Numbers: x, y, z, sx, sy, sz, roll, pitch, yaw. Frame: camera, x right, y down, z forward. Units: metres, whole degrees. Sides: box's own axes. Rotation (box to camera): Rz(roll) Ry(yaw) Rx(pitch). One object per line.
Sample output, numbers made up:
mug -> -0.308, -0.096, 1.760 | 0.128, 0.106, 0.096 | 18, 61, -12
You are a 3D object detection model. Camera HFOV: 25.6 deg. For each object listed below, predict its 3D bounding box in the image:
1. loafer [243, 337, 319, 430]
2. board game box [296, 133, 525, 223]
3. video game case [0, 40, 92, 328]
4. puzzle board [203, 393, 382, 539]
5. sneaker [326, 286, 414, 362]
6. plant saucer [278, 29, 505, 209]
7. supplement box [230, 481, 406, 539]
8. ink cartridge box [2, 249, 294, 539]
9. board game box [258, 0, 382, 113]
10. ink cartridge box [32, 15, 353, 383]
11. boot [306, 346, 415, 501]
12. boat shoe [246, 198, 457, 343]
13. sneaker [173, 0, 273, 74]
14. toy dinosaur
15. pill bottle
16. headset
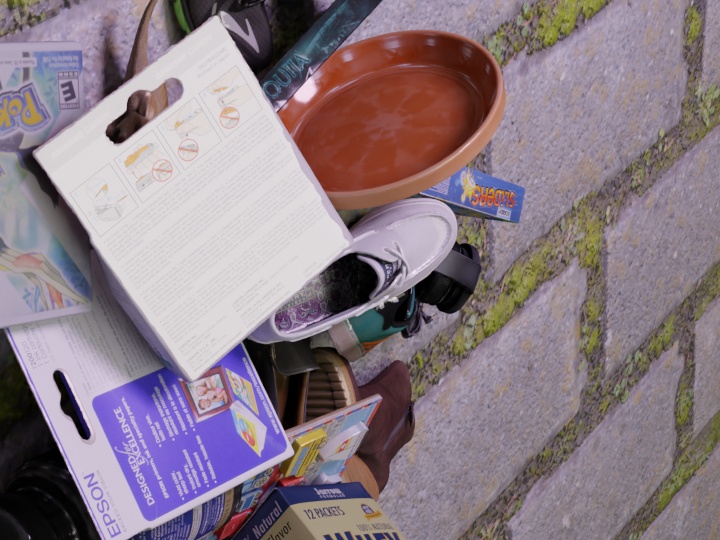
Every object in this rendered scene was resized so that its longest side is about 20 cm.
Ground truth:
loafer -> -0.062, 0.071, 1.336 | 0.073, 0.072, 0.200 | -11, 114, -53
board game box -> 0.036, -0.078, 1.351 | 0.200, 0.135, 0.034 | 12, 89, -57
video game case -> -0.252, -0.050, 0.989 | 0.200, 0.022, 0.182 | -11, 103, -49
puzzle board -> -0.068, 0.190, 1.329 | 0.151, 0.017, 0.200 | -18, 148, -37
sneaker -> 0.011, 0.032, 1.352 | 0.200, 0.080, 0.071 | 5, 61, -87
plant saucer -> 0.017, -0.116, 1.242 | 0.200, 0.200, 0.032 | -51, 139, -29
supplement box -> -0.034, 0.317, 1.323 | 0.200, 0.200, 0.134 | -51, 153, 18
ink cartridge box -> -0.160, 0.077, 1.123 | 0.200, 0.043, 0.198 | -21, 85, -51
board game box -> -0.043, -0.162, 1.214 | 0.028, 0.135, 0.200 | 44, 59, -7
ink cartridge box -> -0.115, -0.048, 1.085 | 0.161, 0.050, 0.200 | -41, 116, -18
boot -> -0.003, 0.124, 1.479 | 0.166, 0.072, 0.200 | -49, 142, -51
boat shoe -> 0.000, 0.000, 1.204 | 0.200, 0.069, 0.072 | -20, 106, -27
sneaker -> -0.087, -0.227, 1.140 | 0.077, 0.084, 0.200 | -39, 137, -40
toy dinosaur -> -0.161, -0.112, 1.132 | 0.101, 0.058, 0.200 | -61, 157, -44
pill bottle -> -0.188, 0.174, 1.160 | 0.200, 0.112, 0.112 | -23, 124, -51
headset -> 0.044, 0.008, 1.430 | 0.200, 0.123, 0.094 | 47, 61, -79
